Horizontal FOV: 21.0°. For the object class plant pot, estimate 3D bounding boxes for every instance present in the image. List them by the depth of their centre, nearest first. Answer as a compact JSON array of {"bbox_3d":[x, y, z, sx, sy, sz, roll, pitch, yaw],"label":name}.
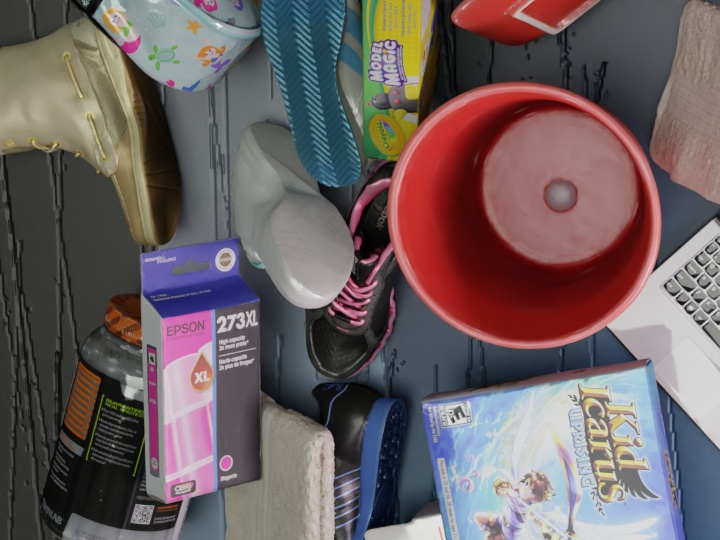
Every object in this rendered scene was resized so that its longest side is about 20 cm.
[{"bbox_3d":[0.138,-0.052,1.476,0.200,0.177,0.201,3,100,15],"label":"plant pot"}]

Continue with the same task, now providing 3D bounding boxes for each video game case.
[{"bbox_3d":[0.154,0.182,1.515,0.181,0.045,0.200,-11,92,14],"label":"video game case"}]

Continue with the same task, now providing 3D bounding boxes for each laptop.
[{"bbox_3d":[0.311,0.051,1.483,0.200,0.116,0.187,-43,87,17],"label":"laptop"}]

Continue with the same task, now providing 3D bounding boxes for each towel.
[{"bbox_3d":[0.272,-0.120,1.424,0.034,0.200,0.133,8,104,-19],"label":"towel"},{"bbox_3d":[-0.065,0.203,1.606,0.132,0.034,0.200,23,117,50],"label":"towel"}]

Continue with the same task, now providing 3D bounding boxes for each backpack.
[{"bbox_3d":[-0.156,-0.242,1.523,0.151,0.178,0.200,-39,92,22],"label":"backpack"}]

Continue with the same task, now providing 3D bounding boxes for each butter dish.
[{"bbox_3d":[0.137,-0.277,1.439,0.199,0.200,0.148,-36,78,17],"label":"butter dish"}]

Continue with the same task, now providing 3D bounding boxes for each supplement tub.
[{"bbox_3d":[-0.187,0.128,1.620,0.122,0.123,0.200,20,104,10],"label":"supplement tub"}]

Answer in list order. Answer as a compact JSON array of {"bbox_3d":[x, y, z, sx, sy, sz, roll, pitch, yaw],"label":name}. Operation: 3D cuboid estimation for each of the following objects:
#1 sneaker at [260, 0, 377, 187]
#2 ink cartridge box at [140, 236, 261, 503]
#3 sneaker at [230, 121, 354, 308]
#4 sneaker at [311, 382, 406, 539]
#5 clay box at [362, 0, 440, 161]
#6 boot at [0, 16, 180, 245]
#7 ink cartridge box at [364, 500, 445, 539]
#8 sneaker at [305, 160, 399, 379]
[{"bbox_3d":[-0.022,-0.171,1.528,0.076,0.081,0.200,6,118,27],"label":"sneaker"},{"bbox_3d":[-0.126,0.079,1.547,0.037,0.095,0.200,14,109,51],"label":"ink cartridge box"},{"bbox_3d":[-0.064,-0.026,1.549,0.075,0.200,0.089,14,126,-27],"label":"sneaker"},{"bbox_3d":[-0.018,0.189,1.621,0.078,0.070,0.200,16,102,23],"label":"sneaker"},{"bbox_3d":[0.031,-0.171,1.445,0.048,0.115,0.200,8,140,6],"label":"clay box"},{"bbox_3d":[-0.242,-0.105,1.621,0.155,0.073,0.200,-14,94,16],"label":"boot"},{"bbox_3d":[0.115,0.239,1.590,0.200,0.067,0.117,-12,94,15],"label":"ink cartridge box"},{"bbox_3d":[0.000,0.000,1.566,0.079,0.095,0.200,22,105,7],"label":"sneaker"}]
